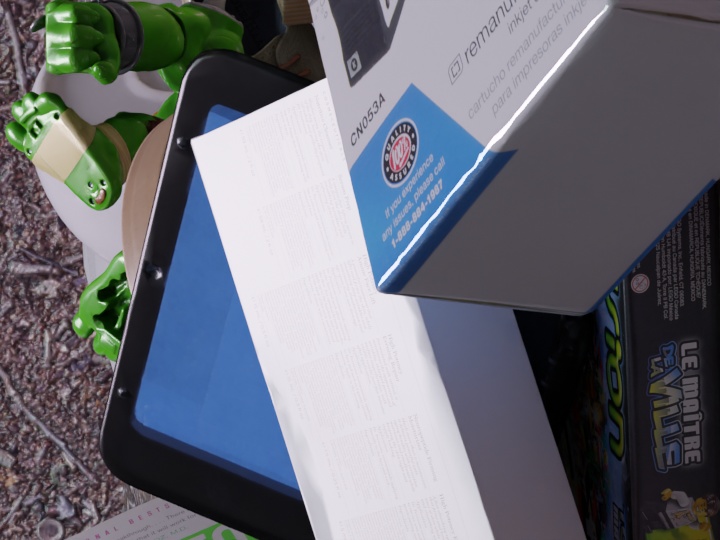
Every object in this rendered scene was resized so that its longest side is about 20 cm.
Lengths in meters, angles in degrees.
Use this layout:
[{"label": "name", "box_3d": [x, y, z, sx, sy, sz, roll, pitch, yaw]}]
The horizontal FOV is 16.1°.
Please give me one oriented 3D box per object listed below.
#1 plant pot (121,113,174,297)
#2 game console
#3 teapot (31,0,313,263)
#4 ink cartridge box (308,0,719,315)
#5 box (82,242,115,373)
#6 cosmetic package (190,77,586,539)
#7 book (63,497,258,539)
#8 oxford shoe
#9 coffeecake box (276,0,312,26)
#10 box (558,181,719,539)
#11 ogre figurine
[{"label": "plant pot", "box_3d": [0.000, 0.000, 1.091, 0.093, 0.200, 0.202, -31, 59, 34]}, {"label": "game console", "box_3d": [-0.013, 0.048, 0.946, 0.176, 0.116, 0.201, -113, 33, -54]}, {"label": "teapot", "box_3d": [-0.082, -0.055, 1.381, 0.201, 0.196, 0.147, -93, -7, -51]}, {"label": "ink cartridge box", "box_3d": [0.050, -0.110, 0.787, 0.145, 0.083, 0.201, -52, 42, 46]}, {"label": "box", "box_3d": [-0.121, -0.006, 1.754, 0.200, 0.124, 0.098, -116, 22, -59]}, {"label": "cosmetic package", "box_3d": [0.014, 0.035, 0.865, 0.082, 0.050, 0.201, -20, 86, 45]}, {"label": "book", "box_3d": [-0.059, 0.168, 1.023, 0.200, 0.133, 0.048, -129, 24, -51]}, {"label": "oxford shoe", "box_3d": [-0.032, -0.078, 1.233, 0.200, 0.071, 0.074, 53, -174, 16]}, {"label": "coffeecake box", "box_3d": [-0.023, -0.239, 1.226, 0.200, 0.073, 0.154, -109, 15, -50]}, {"label": "box", "box_3d": [0.093, 0.024, 0.888, 0.110, 0.035, 0.201, -131, 35, -71]}, {"label": "ogre figurine", "box_3d": [-0.087, -0.040, 1.181, 0.098, 0.120, 0.201, -16, 103, 43]}]
